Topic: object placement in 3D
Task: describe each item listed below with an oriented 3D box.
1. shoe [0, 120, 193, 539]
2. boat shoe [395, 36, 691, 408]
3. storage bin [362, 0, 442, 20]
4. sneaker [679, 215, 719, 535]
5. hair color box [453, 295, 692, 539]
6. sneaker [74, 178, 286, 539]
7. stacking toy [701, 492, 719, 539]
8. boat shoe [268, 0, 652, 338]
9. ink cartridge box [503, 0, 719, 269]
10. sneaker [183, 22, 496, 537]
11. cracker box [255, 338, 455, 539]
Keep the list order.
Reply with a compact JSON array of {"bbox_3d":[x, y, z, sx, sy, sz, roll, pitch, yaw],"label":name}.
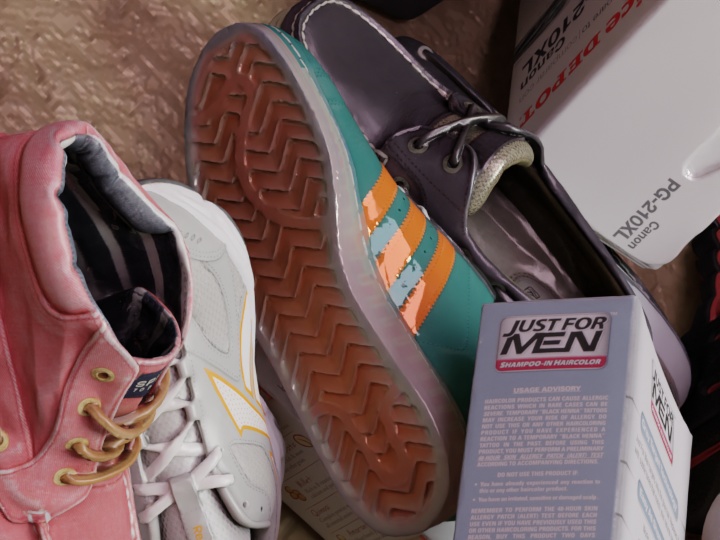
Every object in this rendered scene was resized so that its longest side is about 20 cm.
[{"bbox_3d":[-0.093,0.046,0.864,0.072,0.091,0.201,-50,126,-52],"label":"shoe"},{"bbox_3d":[0.069,-0.020,1.135,0.200,0.069,0.057,43,53,-6],"label":"boat shoe"},{"bbox_3d":[0.024,-0.212,1.147,0.145,0.134,0.201,22,59,-22],"label":"storage bin"},{"bbox_3d":[0.187,0.033,1.181,0.087,0.074,0.201,30,57,-19],"label":"sneaker"},{"bbox_3d":[0.071,0.120,0.933,0.099,0.060,0.201,63,30,-52],"label":"hair color box"},{"bbox_3d":[-0.061,0.054,0.941,0.075,0.201,0.092,-16,47,4],"label":"sneaker"},{"bbox_3d":[0.199,0.056,1.082,0.146,0.146,0.200,45,66,-7],"label":"stacking toy"},{"bbox_3d":[0.043,-0.033,1.052,0.072,0.065,0.200,-36,89,-38],"label":"boat shoe"},{"bbox_3d":[0.138,-0.121,1.135,0.084,0.145,0.201,31,36,-17],"label":"ink cartridge box"},{"bbox_3d":[0.000,0.000,1.012,0.080,0.071,0.201,-13,78,-55],"label":"sneaker"},{"bbox_3d":[0.018,0.043,1.080,0.200,0.058,0.134,42,54,-9],"label":"cracker box"}]
